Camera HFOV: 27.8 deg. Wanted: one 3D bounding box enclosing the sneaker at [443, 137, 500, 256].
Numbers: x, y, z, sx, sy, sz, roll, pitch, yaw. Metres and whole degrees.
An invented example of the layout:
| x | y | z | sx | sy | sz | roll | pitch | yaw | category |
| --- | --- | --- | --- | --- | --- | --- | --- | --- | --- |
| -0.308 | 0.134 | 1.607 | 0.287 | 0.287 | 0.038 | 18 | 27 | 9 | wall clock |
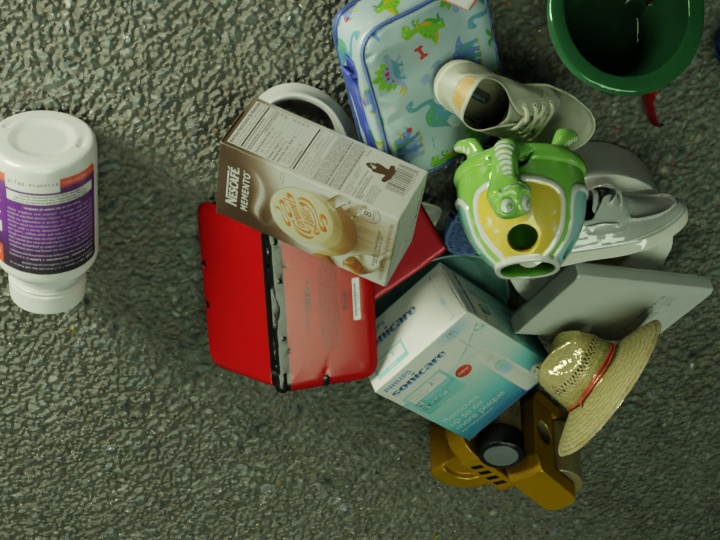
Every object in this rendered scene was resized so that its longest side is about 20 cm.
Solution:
| x | y | z | sx | sy | sz | roll | pitch | yaw | category |
| --- | --- | --- | --- | --- | --- | --- | --- | --- | --- |
| 0.156 | -0.107 | 1.606 | 0.070 | 0.078 | 0.200 | 26 | 118 | -23 | sneaker |

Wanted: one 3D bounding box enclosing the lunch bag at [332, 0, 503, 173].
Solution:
| x | y | z | sx | sy | sz | roll | pitch | yaw | category |
| --- | --- | --- | --- | --- | --- | --- | --- | --- | --- |
| 0.060 | -0.202 | 1.486 | 0.160 | 0.082 | 0.201 | -30 | 131 | -14 | lunch bag |

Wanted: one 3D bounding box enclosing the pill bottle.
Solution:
| x | y | z | sx | sy | sz | roll | pitch | yaw | category |
| --- | --- | --- | --- | --- | --- | --- | --- | --- | --- |
| -0.332 | -0.057 | 1.530 | 0.111 | 0.112 | 0.201 | -1 | 128 | -10 | pill bottle |

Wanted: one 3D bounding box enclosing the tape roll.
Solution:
| x | y | z | sx | sy | sz | roll | pitch | yaw | category |
| --- | --- | --- | --- | --- | --- | --- | --- | --- | --- |
| 0.256 | -0.047 | 1.680 | 0.201 | 0.071 | 0.203 | -6 | 130 | -7 | tape roll |

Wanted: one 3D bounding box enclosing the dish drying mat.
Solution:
| x | y | z | sx | sy | sz | roll | pitch | yaw | category |
| --- | --- | --- | --- | --- | --- | --- | --- | --- | --- |
| 0.000 | 0.000 | 1.637 | 0.200 | 0.077 | 0.018 | -34 | 168 | 17 | dish drying mat |

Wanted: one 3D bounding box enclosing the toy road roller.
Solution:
| x | y | z | sx | sy | sz | roll | pitch | yaw | category |
| --- | --- | --- | --- | --- | --- | --- | --- | --- | --- |
| 0.178 | 0.226 | 1.857 | 0.146 | 0.123 | 0.200 | -29 | 130 | 32 | toy road roller |

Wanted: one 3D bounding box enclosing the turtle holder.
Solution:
| x | y | z | sx | sy | sz | roll | pitch | yaw | category |
| --- | --- | --- | --- | --- | --- | --- | --- | --- | --- |
| 0.169 | -0.068 | 1.466 | 0.140 | 0.132 | 0.186 | 1 | 166 | -15 | turtle holder |

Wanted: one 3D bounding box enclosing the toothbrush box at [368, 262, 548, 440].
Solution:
| x | y | z | sx | sy | sz | roll | pitch | yaw | category |
| --- | --- | --- | --- | --- | --- | --- | --- | --- | --- |
| 0.110 | 0.098 | 1.700 | 0.146 | 0.085 | 0.200 | -41 | 137 | 15 | toothbrush box |

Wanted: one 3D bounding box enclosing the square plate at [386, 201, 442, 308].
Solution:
| x | y | z | sx | sy | sz | roll | pitch | yaw | category |
| --- | --- | --- | --- | --- | --- | --- | --- | --- | --- |
| -0.034 | -0.024 | 1.669 | 0.197 | 0.029 | 0.200 | 14 | 124 | -21 | square plate |

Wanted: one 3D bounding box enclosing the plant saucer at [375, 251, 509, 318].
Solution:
| x | y | z | sx | sy | sz | roll | pitch | yaw | category |
| --- | --- | --- | --- | --- | --- | --- | --- | --- | --- |
| 0.079 | 0.044 | 1.718 | 0.199 | 0.036 | 0.201 | -16 | 139 | -14 | plant saucer |

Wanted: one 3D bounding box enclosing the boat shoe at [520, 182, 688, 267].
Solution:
| x | y | z | sx | sy | sz | roll | pitch | yaw | category |
| --- | --- | --- | --- | --- | --- | --- | --- | --- | --- |
| 0.259 | -0.059 | 1.587 | 0.199 | 0.072 | 0.069 | -10 | 123 | 3 | boat shoe |

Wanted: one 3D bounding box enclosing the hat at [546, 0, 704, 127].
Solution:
| x | y | z | sx | sy | sz | roll | pitch | yaw | category |
| --- | --- | --- | --- | --- | --- | --- | --- | --- | --- |
| 0.263 | -0.254 | 1.551 | 0.165 | 0.176 | 0.201 | -5 | 92 | -5 | hat |

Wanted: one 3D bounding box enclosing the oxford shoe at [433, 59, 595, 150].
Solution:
| x | y | z | sx | sy | sz | roll | pitch | yaw | category |
| --- | --- | --- | --- | --- | --- | --- | --- | --- | --- |
| 0.163 | -0.158 | 1.479 | 0.199 | 0.058 | 0.075 | 16 | 110 | -33 | oxford shoe |

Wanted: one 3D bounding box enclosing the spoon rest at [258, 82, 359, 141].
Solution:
| x | y | z | sx | sy | sz | roll | pitch | yaw | category |
| --- | --- | --- | --- | --- | --- | --- | --- | --- | --- |
| -0.019 | -0.131 | 1.551 | 0.200 | 0.100 | 0.061 | 39 | 115 | -22 | spoon rest |

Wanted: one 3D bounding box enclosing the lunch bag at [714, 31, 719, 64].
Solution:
| x | y | z | sx | sy | sz | roll | pitch | yaw | category |
| --- | --- | --- | --- | --- | --- | --- | --- | --- | --- |
| 0.479 | -0.249 | 1.519 | 0.132 | 0.136 | 0.200 | 30 | 117 | -30 | lunch bag |

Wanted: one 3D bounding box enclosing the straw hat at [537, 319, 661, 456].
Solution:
| x | y | z | sx | sy | sz | roll | pitch | yaw | category |
| --- | --- | --- | --- | --- | --- | --- | --- | --- | --- |
| 0.251 | 0.114 | 1.670 | 0.085 | 0.201 | 0.201 | 35 | 118 | 0 | straw hat |

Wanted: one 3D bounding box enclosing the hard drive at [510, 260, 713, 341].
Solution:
| x | y | z | sx | sy | sz | roll | pitch | yaw | category |
| --- | --- | --- | --- | --- | --- | --- | --- | --- | --- |
| 0.290 | 0.039 | 1.678 | 0.199 | 0.026 | 0.132 | 6 | 146 | -30 | hard drive |

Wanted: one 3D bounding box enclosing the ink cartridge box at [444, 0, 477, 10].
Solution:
| x | y | z | sx | sy | sz | roll | pitch | yaw | category |
| --- | --- | --- | --- | --- | --- | --- | --- | --- | --- |
| 0.044 | -0.342 | 1.318 | 0.145 | 0.201 | 0.085 | 19 | 128 | -24 | ink cartridge box |

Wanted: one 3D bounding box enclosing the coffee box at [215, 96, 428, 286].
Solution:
| x | y | z | sx | sy | sz | roll | pitch | yaw | category |
| --- | --- | --- | --- | --- | --- | --- | --- | --- | --- |
| -0.042 | -0.080 | 1.492 | 0.199 | 0.080 | 0.115 | 24 | 142 | 10 | coffee box |

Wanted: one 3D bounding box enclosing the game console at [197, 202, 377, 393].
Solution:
| x | y | z | sx | sy | sz | roll | pitch | yaw | category |
| --- | --- | --- | --- | --- | --- | --- | --- | --- | --- |
| -0.080 | 0.021 | 1.622 | 0.171 | 0.119 | 0.201 | -9 | 111 | -15 | game console |
